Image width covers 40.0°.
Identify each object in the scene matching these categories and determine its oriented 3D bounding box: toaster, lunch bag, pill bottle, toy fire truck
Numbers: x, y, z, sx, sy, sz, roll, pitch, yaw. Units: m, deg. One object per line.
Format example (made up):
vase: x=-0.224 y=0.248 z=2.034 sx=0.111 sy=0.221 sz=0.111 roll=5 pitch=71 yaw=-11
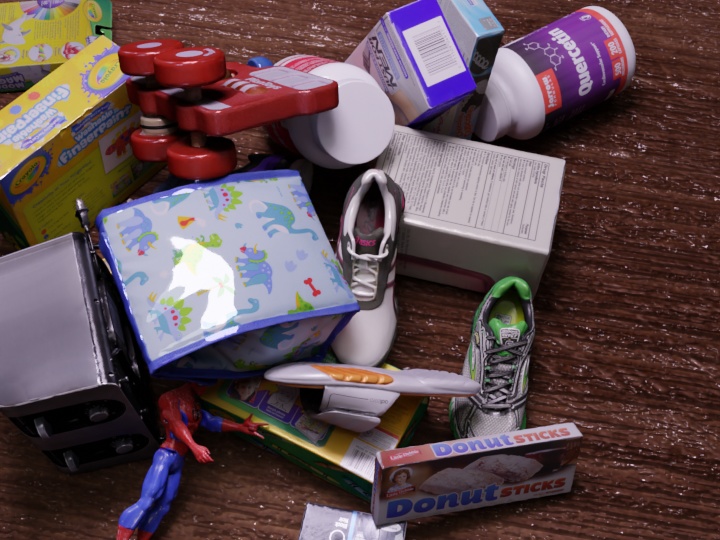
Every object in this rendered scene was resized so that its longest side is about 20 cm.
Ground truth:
toaster: x=-0.273 y=0.075 z=0.936 sx=0.118 sy=0.181 sz=0.201 roll=-17 pitch=61 yaw=-6
lunch bag: x=-0.129 y=0.009 z=0.920 sx=0.199 sy=0.128 sz=0.170 roll=-8 pitch=59 yaw=-35
pill bottle: x=-0.038 y=-0.174 z=1.083 sx=0.112 sy=0.113 sz=0.200 roll=-22 pitch=21 yaw=-14
toy fire truck: x=-0.137 y=-0.172 z=0.979 sx=0.167 sy=0.113 sz=0.200 roll=-19 pitch=27 yaw=-31
pill bottle: x=0.220 y=-0.229 z=1.178 sx=0.200 sy=0.113 sz=0.113 roll=-28 pitch=63 yaw=-17

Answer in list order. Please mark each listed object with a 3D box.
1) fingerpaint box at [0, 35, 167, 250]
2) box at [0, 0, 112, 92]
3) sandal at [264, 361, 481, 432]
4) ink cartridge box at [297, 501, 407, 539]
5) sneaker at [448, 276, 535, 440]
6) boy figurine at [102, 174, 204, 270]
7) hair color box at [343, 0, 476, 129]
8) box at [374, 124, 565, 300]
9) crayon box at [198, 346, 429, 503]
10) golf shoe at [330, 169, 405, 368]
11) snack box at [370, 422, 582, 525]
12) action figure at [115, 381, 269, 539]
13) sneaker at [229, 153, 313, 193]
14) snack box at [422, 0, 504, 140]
fingerpaint box: x=-0.314 y=-0.127 z=1.071 sx=0.073 sy=0.167 sz=0.200 roll=35 pitch=64 yaw=19
box: x=-0.408 y=-0.283 z=1.236 sx=0.199 sy=0.048 sz=0.118 roll=-6 pitch=58 yaw=-2
sandal: x=0.013 y=0.121 z=0.912 sx=0.206 sy=0.079 sz=0.060 roll=6 pitch=91 yaw=-14
ink cartridge box: x=-0.022 y=0.314 z=0.881 sx=0.099 sy=0.039 sz=0.201 roll=9 pitch=59 yaw=4
sneaker: x=0.134 y=0.095 z=0.992 sx=0.078 sy=0.085 sz=0.201 roll=7 pitch=59 yaw=3
boy figurine: x=-0.229 y=-0.048 z=1.071 sx=0.124 sy=0.064 sz=0.200 roll=23 pitch=74 yaw=46
hair color box: x=0.047 y=-0.214 z=1.099 sx=0.065 sy=0.200 sz=0.110 roll=-25 pitch=91 yaw=-15
box: x=0.108 y=-0.061 z=1.074 sx=0.199 sy=0.109 sz=0.128 roll=13 pitch=59 yaw=6
crayon box: x=-0.045 y=0.130 z=0.982 sx=0.199 sy=0.058 sz=0.119 roll=24 pitch=60 yaw=13
golf shoe: x=0.000 y=0.000 z=0.956 sx=0.077 sy=0.088 sz=0.201 roll=3 pitch=82 yaw=4
snack box: x=0.109 y=0.189 z=0.922 sx=0.199 sy=0.072 sz=0.024 roll=-6 pitch=33 yaw=-16
action figure: x=-0.155 y=0.187 z=0.905 sx=0.099 sy=0.065 sz=0.201 roll=9 pitch=75 yaw=21
sneaker: x=-0.136 y=-0.056 z=1.093 sx=0.099 sy=0.070 sz=0.200 roll=19 pitch=54 yaw=15
snack box: x=0.099 y=-0.233 z=1.125 sx=0.037 sy=0.200 sz=0.116 roll=-18 pitch=60 yaw=-19
